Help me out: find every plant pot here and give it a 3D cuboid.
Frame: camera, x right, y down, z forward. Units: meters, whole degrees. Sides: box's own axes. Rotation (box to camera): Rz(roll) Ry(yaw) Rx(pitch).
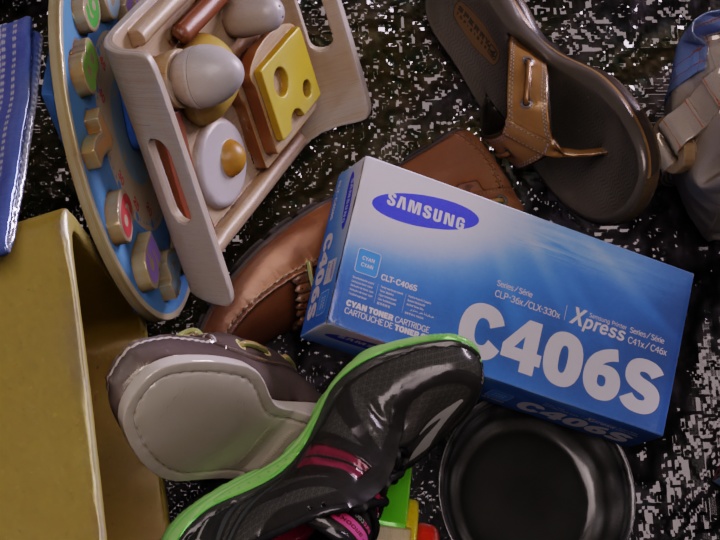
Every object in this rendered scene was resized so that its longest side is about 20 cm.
[{"bbox_3d":[-0.210,0.103,1.128,0.198,0.194,0.197,-9,73,3],"label":"plant pot"}]

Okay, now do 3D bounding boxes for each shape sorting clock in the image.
[{"bbox_3d":[-0.120,-0.073,1.184,0.039,0.200,0.202,-14,74,8],"label":"shape sorting clock"}]

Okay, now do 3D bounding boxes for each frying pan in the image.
[{"bbox_3d":[0.059,0.108,1.213,0.189,0.031,0.116,21,69,-11],"label":"frying pan"}]

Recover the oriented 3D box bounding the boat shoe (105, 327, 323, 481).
[{"bbox_3d":[-0.073,0.064,1.142,0.072,0.200,0.060,-47,62,11],"label":"boat shoe"}]

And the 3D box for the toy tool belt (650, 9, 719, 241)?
[{"bbox_3d":[0.212,-0.100,1.223,0.124,0.200,0.124,-6,72,3],"label":"toy tool belt"}]

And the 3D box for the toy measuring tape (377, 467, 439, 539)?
[{"bbox_3d":[0.003,0.177,1.164,0.073,0.074,0.201,10,43,-2],"label":"toy measuring tape"}]

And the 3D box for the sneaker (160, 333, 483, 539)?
[{"bbox_3d":[-0.008,0.113,1.130,0.200,0.077,0.084,-43,44,-7],"label":"sneaker"}]

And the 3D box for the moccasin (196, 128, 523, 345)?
[{"bbox_3d":[0.000,0.001,1.241,0.200,0.074,0.078,-29,69,-23],"label":"moccasin"}]

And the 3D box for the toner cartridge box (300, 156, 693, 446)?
[{"bbox_3d":[0.075,0.018,1.204,0.199,0.043,0.096,18,71,-17],"label":"toner cartridge box"}]

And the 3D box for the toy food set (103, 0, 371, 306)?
[{"bbox_3d":[-0.055,-0.096,1.191,0.060,0.144,0.200,-2,31,28],"label":"toy food set"}]

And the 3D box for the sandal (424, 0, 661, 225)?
[{"bbox_3d":[0.089,-0.098,1.254,0.054,0.082,0.200,-15,57,-37],"label":"sandal"}]

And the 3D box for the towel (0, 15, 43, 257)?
[{"bbox_3d":[-0.252,-0.048,1.101,0.198,0.024,0.146,-12,52,17],"label":"towel"}]

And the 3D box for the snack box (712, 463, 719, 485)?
[{"bbox_3d":[0.314,0.067,1.249,0.168,0.068,0.201,30,73,4],"label":"snack box"}]
